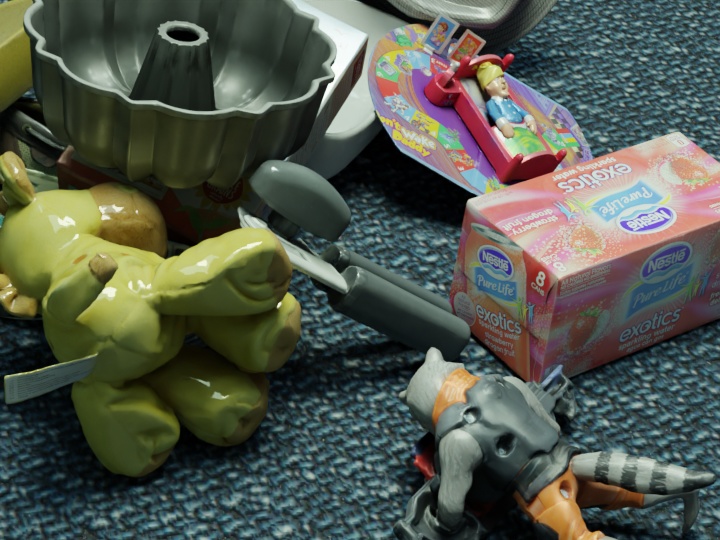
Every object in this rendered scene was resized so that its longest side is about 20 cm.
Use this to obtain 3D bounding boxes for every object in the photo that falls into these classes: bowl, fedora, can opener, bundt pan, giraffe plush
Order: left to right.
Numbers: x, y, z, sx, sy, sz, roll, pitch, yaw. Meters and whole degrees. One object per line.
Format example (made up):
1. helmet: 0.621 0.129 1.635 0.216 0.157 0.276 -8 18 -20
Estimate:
1. giraffe plush: -0.154 0.012 1.295 0.199 0.174 0.162 1 33 -37
2. bundt pan: -0.118 -0.119 1.364 0.200 0.076 0.202 9 33 -6
3. bowl: -0.068 -0.140 1.604 0.198 0.075 0.200 21 36 12
4. can opener: 0.000 0.000 1.362 0.200 0.067 0.053 33 14 -40
5. fedora: 0.067 -0.245 1.642 0.200 0.177 0.090 44 20 -13

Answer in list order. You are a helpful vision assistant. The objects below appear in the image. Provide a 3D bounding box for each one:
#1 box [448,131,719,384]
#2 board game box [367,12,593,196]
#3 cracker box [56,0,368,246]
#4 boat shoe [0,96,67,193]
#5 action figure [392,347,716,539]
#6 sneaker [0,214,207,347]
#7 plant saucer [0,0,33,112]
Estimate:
1. box: 0.170 -0.009 1.458 0.199 0.095 0.103 -18 44 -32
2. board game box: 0.100 -0.117 1.574 0.199 0.039 0.159 29 39 -12
3. cracker box: -0.099 -0.105 1.466 0.133 0.058 0.201 28 65 8
4. boat shoe: -0.163 -0.080 1.513 0.198 0.065 0.073 7 35 -3
5. action figure: 0.116 0.102 1.290 0.192 0.105 0.200 28 41 10
6. sneaker: -0.164 -0.005 1.407 0.198 0.078 0.080 13 27 6
7. plant saucer: -0.303 -0.125 1.505 0.199 0.049 0.200 -11 23 33
